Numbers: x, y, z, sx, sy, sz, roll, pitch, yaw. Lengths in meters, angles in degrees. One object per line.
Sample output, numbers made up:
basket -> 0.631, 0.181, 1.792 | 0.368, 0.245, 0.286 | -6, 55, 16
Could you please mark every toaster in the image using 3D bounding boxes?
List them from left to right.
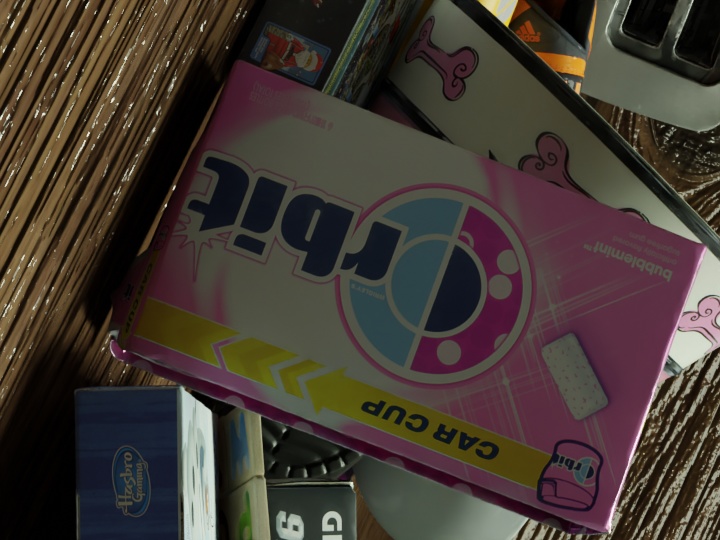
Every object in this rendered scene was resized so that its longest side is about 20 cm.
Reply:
toaster -> 0.156, -0.188, 1.413 | 0.119, 0.180, 0.201 | -45, 158, -62

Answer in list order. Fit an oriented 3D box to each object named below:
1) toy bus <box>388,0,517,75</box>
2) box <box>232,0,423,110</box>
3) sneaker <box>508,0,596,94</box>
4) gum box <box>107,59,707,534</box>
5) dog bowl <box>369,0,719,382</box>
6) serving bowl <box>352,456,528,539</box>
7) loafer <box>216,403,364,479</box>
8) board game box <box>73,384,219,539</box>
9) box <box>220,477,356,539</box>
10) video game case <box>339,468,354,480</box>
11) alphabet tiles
toy bus -> 0.027, -0.103, 1.193 | 0.201, 0.065, 0.078 | -69, 171, 23
box -> 0.009, -0.140, 1.047 | 0.137, 0.038, 0.201 | 87, 28, -74
sneaker -> 0.078, -0.117, 1.302 | 0.200, 0.077, 0.113 | -137, -124, -66
gum box -> 0.013, 0.010, 0.942 | 0.066, 0.199, 0.114 | 141, -30, -80
dog bowl -> 0.083, -0.029, 1.080 | 0.074, 0.200, 0.200 | -45, 174, 4
serving bowl -> 0.043, 0.044, 1.260 | 0.200, 0.066, 0.201 | -54, -154, 42
loafer -> -0.044, 0.079, 1.232 | 0.200, 0.073, 0.071 | -51, -167, 15
board game box -> -0.078, 0.149, 0.960 | 0.199, 0.043, 0.201 | 81, 8, -84
box -> -0.050, 0.192, 1.114 | 0.159, 0.046, 0.201 | 166, -76, -67
video game case -> -0.073, 0.184, 1.352 | 0.200, 0.036, 0.181 | -60, -175, -39
alphabet tiles -> -0.073, 0.161, 1.102 | 0.200, 0.008, 0.168 | 141, -53, -62
